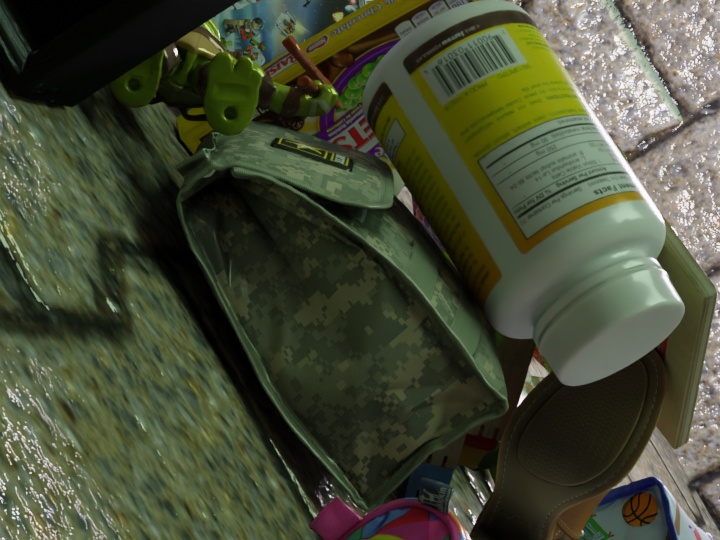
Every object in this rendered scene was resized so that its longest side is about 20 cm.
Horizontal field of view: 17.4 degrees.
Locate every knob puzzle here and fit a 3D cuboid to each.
[{"bbox_3d":[0.150,-0.017,1.384,0.220,0.030,0.220,58,-15,25],"label":"knob puzzle"}]

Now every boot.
[{"bbox_3d":[0.129,0.121,1.429,0.077,0.200,0.155,28,11,12],"label":"boot"}]

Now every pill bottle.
[{"bbox_3d":[0.091,-0.040,1.274,0.200,0.109,0.109,60,8,21],"label":"pill bottle"}]

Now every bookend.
[{"bbox_3d":[-0.119,-0.215,1.134,0.199,0.200,0.092,60,9,5],"label":"bookend"}]

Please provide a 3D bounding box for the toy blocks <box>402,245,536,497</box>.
[{"bbox_3d":[0.063,0.067,1.468,0.100,0.137,0.200,14,18,-6],"label":"toy blocks"}]

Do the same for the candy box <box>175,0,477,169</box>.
[{"bbox_3d":[0.000,-0.102,1.413,0.102,0.200,0.026,51,14,-39],"label":"candy box"}]

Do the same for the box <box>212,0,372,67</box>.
[{"bbox_3d":[-0.046,-0.204,1.459,0.040,0.136,0.201,157,-68,-73],"label":"box"}]

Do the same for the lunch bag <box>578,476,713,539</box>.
[{"bbox_3d":[0.211,0.266,1.649,0.170,0.123,0.201,43,32,-59],"label":"lunch bag"}]

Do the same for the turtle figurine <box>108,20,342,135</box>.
[{"bbox_3d":[-0.103,-0.119,1.283,0.200,0.065,0.161,31,12,-8],"label":"turtle figurine"}]

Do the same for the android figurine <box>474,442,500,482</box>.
[{"bbox_3d":[0.073,0.072,1.758,0.182,0.041,0.200,45,19,-55],"label":"android figurine"}]

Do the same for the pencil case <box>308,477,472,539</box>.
[{"bbox_3d":[0.052,0.185,1.139,0.200,0.088,0.088,53,10,-40],"label":"pencil case"}]

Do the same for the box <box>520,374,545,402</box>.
[{"bbox_3d":[0.093,0.094,1.640,0.200,0.041,0.039,13,53,-59],"label":"box"}]

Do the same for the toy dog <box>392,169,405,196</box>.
[{"bbox_3d":[-0.011,-0.142,1.582,0.200,0.139,0.194,96,20,-45],"label":"toy dog"}]

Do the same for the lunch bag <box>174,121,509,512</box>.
[{"bbox_3d":[-0.018,0.002,1.258,0.200,0.117,0.164,51,8,-9],"label":"lunch bag"}]

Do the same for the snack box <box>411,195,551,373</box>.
[{"bbox_3d":[0.107,-0.031,1.714,0.200,0.053,0.143,46,-27,41],"label":"snack box"}]
